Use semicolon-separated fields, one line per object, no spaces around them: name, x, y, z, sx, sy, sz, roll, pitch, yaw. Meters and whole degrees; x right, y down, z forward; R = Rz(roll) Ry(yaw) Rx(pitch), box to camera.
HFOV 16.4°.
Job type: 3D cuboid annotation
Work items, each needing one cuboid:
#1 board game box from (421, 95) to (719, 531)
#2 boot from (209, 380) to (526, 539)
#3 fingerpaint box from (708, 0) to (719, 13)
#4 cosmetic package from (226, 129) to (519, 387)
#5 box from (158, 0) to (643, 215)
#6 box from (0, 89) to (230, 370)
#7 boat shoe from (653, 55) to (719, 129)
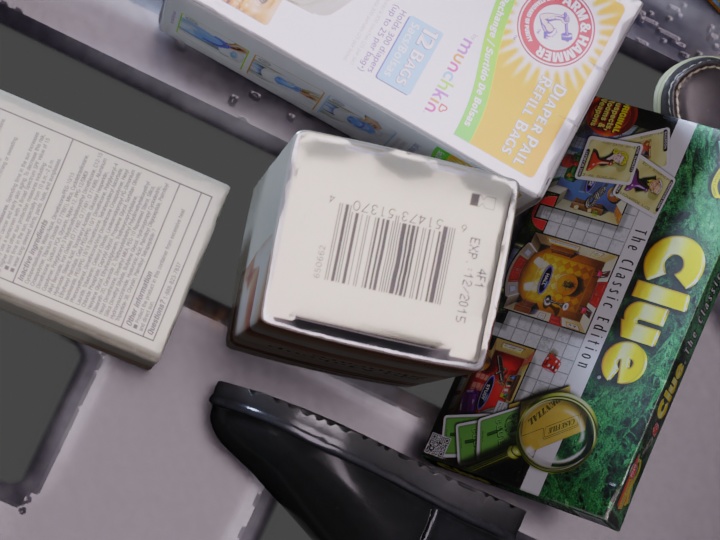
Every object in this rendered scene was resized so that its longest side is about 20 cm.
board game box;0.115;0.016;1.199;0.105;0.023;0.200;18;76;27
boot;-0.033;0.172;1.188;0.165;0.066;0.200;25;86;-3
fingerpaint box;0.178;-0.210;1.178;0.073;0.200;0.167;-43;91;-10
cosmetic package;0.000;0.000;1.135;0.103;0.200;0.087;12;84;-5
box;0.018;-0.122;1.198;0.200;0.101;0.113;30;82;-4
box;-0.172;-0.033;1.176;0.200;0.078;0.095;24;82;-5
boat shoe;0.212;-0.020;1.232;0.073;0.065;0.200;-30;88;-7
